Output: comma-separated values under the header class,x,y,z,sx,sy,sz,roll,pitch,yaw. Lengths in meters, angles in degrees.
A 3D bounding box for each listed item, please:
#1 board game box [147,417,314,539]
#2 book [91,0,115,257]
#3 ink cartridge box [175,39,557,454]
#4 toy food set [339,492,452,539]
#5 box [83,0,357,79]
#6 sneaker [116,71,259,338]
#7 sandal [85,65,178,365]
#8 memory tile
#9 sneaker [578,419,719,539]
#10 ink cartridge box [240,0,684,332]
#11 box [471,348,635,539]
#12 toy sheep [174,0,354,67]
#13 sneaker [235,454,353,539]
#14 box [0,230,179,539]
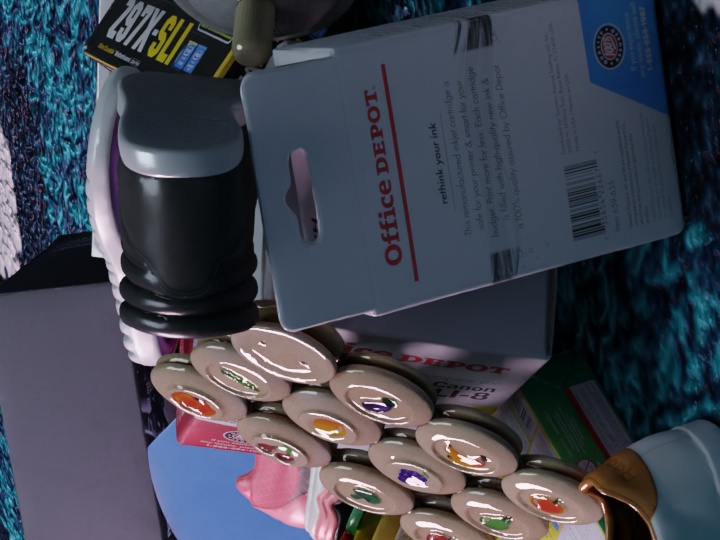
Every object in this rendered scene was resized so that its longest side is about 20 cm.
class,x,y,z,sx,sy,sz,roll,pitch,yaw
board game box,-0.034,0.124,1.433,0.158,0.039,0.200,47,124,3
book,-0.122,-0.114,1.440,0.134,0.048,0.201,-20,-65,-69
ink cartridge box,0.000,0.000,1.158,0.200,0.145,0.145,125,151,-63
toy food set,0.002,0.183,1.301,0.200,0.049,0.199,93,-160,-77
box,-0.065,-0.160,1.279,0.160,0.049,0.200,-58,28,-1
sneaker,-0.075,-0.029,1.017,0.200,0.070,0.100,-88,0,-74
sandal,-0.095,-0.027,1.135,0.203,0.050,0.083,86,-169,-57
memory tile,0.007,0.080,1.091,0.153,0.200,0.017,-29,35,57
sneaker,0.141,0.174,1.048,0.073,0.084,0.201,-6,99,67
ink cartridge box,0.035,-0.053,1.013,0.067,0.199,0.116,16,117,64
box,0.098,0.148,1.191,0.118,0.048,0.200,61,152,33
toy sheep,-0.044,-0.176,1.066,0.138,0.137,0.201,109,173,-54
sneaker,-0.029,0.058,1.336,0.087,0.074,0.201,15,106,20
box,-0.178,0.085,1.656,0.182,0.104,0.201,-54,-43,-72
